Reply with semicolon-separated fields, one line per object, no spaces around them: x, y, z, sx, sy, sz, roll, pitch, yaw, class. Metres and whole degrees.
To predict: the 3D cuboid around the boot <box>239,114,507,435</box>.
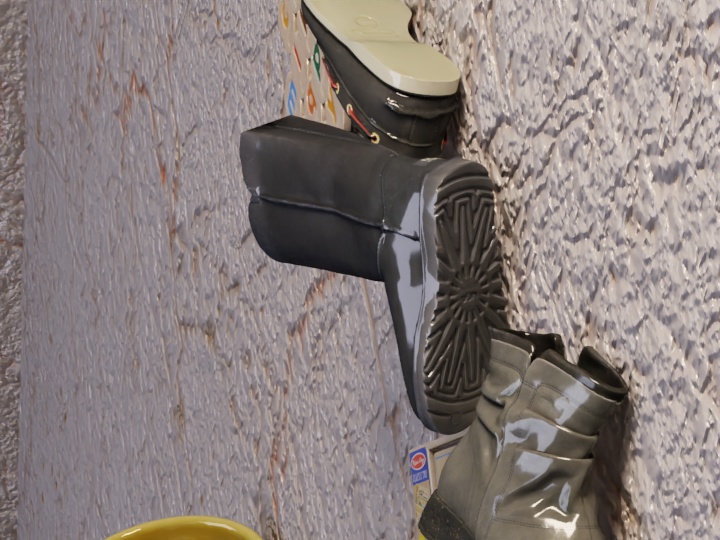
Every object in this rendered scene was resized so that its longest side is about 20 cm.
0.000;-0.001;1.528;0.199;0.065;0.166;14;105;48;boot

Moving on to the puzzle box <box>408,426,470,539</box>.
0.072;0.162;1.521;0.200;0.025;0.134;142;123;-73;puzzle box

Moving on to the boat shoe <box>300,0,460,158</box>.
0.005;-0.134;1.600;0.202;0.073;0.063;-124;41;-54;boat shoe

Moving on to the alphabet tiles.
-0.029;-0.165;1.839;0.201;0.014;0.196;101;159;-45;alphabet tiles

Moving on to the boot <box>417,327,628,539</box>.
0.106;0.113;1.291;0.200;0.067;0.131;37;112;50;boot

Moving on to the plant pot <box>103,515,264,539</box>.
-0.150;0.341;2.128;0.201;0.199;0.190;-122;16;-60;plant pot
